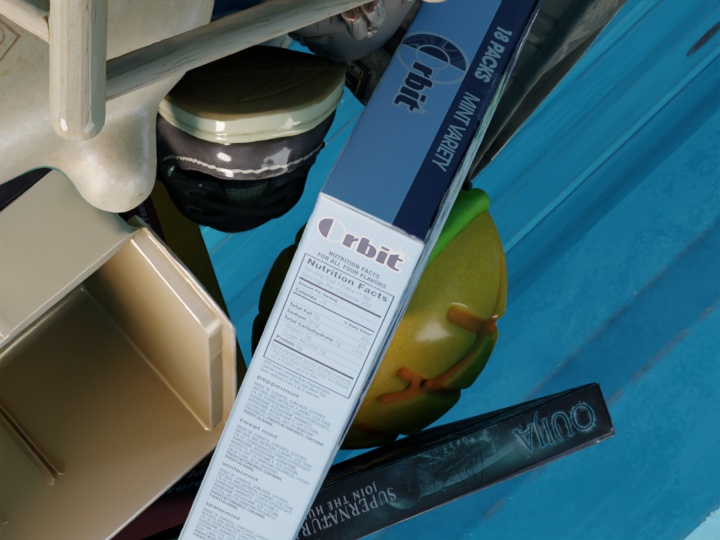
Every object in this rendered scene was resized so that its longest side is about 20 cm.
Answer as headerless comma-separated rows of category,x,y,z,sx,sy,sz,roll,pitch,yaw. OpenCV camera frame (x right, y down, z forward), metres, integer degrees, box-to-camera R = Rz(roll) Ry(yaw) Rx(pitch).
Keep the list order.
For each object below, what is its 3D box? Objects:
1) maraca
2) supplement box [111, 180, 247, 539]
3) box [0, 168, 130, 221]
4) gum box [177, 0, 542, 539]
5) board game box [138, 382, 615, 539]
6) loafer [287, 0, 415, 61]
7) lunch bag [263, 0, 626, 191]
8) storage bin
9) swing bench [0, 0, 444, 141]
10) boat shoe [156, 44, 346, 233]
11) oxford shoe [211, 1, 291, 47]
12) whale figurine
maraca,-0.001,0.034,1.230,0.137,0.107,0.200,-38,169,-46
supplement box,-0.169,0.072,1.222,0.196,0.134,0.200,-14,161,-18
box,-0.190,-0.019,1.014,0.200,0.104,0.148,-39,170,-20
gum box,0.000,0.000,1.014,0.170,0.044,0.201,-63,178,-48
board game box,-0.001,0.099,1.162,0.199,0.028,0.135,-18,179,-38
loafer,-0.001,-0.106,0.973,0.071,0.063,0.200,-16,-172,-1
lunch bag,0.033,-0.144,1.182,0.118,0.164,0.200,-40,171,-46
storage bin,-0.149,0.070,0.976,0.200,0.094,0.199,-40,171,-12
swing bench,-0.042,-0.171,0.729,0.199,0.129,0.201,-29,144,-53
boat shoe,-0.044,-0.047,0.980,0.071,0.067,0.201,-5,-169,-9
oxford shoe,-0.078,-0.097,1.287,0.075,0.058,0.200,-55,180,29
whale figurine,-0.138,-0.070,0.879,0.201,0.159,0.104,-56,-169,-19
